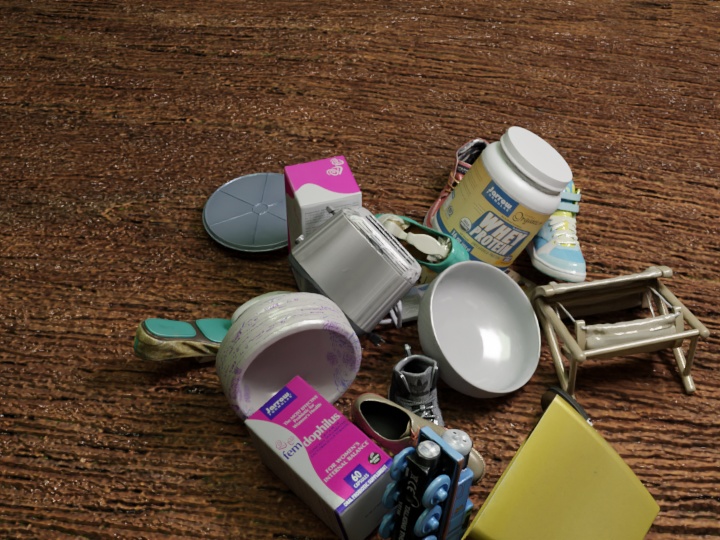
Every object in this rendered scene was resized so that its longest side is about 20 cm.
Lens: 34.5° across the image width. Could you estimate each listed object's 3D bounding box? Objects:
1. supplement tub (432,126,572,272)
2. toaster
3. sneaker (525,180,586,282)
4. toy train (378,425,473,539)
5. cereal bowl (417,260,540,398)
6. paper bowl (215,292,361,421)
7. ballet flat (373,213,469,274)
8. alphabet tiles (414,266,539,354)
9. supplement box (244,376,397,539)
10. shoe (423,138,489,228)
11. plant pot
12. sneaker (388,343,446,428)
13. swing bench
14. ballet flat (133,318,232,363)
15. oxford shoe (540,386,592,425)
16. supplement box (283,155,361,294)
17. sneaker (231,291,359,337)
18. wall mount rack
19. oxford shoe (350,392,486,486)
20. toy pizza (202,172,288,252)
[{"bbox_3d":[0.217,-0.105,1.784,0.144,0.201,0.145,27,30,-17],"label":"supplement tub"},{"bbox_3d":[0.000,0.000,1.692,0.129,0.114,0.200,-44,86,11],"label":"toaster"},{"bbox_3d":[0.312,-0.070,1.813,0.079,0.132,0.200,8,21,-16],"label":"sneaker"},{"bbox_3d":[0.089,0.281,1.454,0.114,0.202,0.086,-26,47,-38],"label":"toy train"},{"bbox_3d":[0.162,0.094,1.691,0.198,0.083,0.202,15,60,-27],"label":"cereal bowl"},{"bbox_3d":[-0.107,0.115,1.621,0.198,0.202,0.105,-18,47,-17],"label":"paper bowl"},{"bbox_3d":[0.073,-0.050,1.757,0.198,0.070,0.068,21,77,28],"label":"ballet flat"},{"bbox_3d":[0.178,0.037,1.835,0.199,0.008,0.167,32,53,30],"label":"alphabet tiles"},{"bbox_3d":[-0.047,0.251,1.532,0.101,0.104,0.199,-40,53,-19],"label":"supplement box"},{"bbox_3d":[0.164,-0.138,1.954,0.071,0.092,0.200,20,48,21],"label":"shoe"},{"bbox_3d":[0.243,0.305,1.409,0.175,0.200,0.201,34,71,11],"label":"plant pot"},{"bbox_3d":[0.083,0.195,1.596,0.074,0.115,0.201,-11,45,-10],"label":"sneaker"},{"bbox_3d":[0.371,0.081,1.696,0.196,0.131,0.201,-10,44,-8],"label":"swing bench"},{"bbox_3d":[-0.249,0.108,1.721,0.198,0.071,0.071,4,34,-41],"label":"ballet flat"},{"bbox_3d":[0.278,0.241,1.576,0.083,0.073,0.201,-12,45,-8],"label":"oxford shoe"},{"bbox_3d":[-0.058,-0.063,1.804,0.102,0.202,0.102,-13,45,-11],"label":"supplement box"},{"bbox_3d":[-0.090,0.088,1.730,0.197,0.071,0.100,-1,40,-17],"label":"sneaker"},{"bbox_3d":[0.089,0.007,1.811,0.197,0.075,0.175,-12,43,-12],"label":"wall mount rack"},{"bbox_3d":[0.074,0.226,1.516,0.198,0.075,0.071,26,83,3],"label":"oxford shoe"},{"bbox_3d":[-0.168,-0.093,1.961,0.197,0.032,0.202,-1,43,1],"label":"toy pizza"}]
